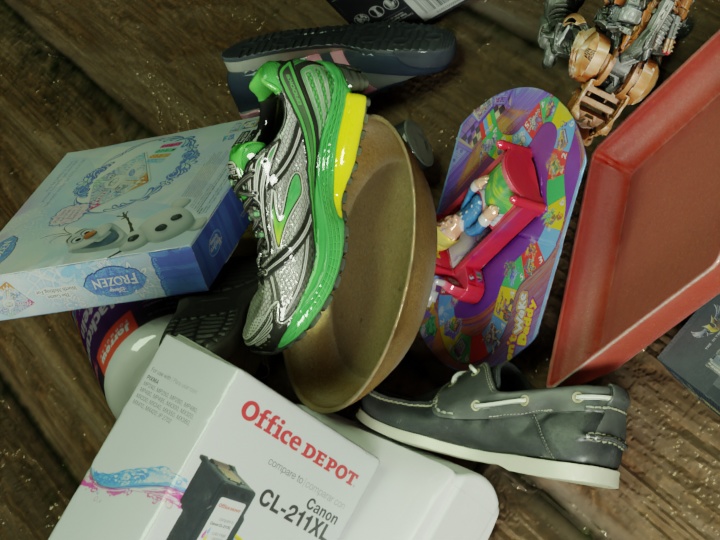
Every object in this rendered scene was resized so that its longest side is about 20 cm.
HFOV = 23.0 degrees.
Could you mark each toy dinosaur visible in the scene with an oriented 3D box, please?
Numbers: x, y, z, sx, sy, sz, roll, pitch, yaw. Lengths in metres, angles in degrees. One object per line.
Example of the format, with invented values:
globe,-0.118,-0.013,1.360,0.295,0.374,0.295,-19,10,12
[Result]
toy dinosaur,0.167,-0.153,1.198,0.200,0.102,0.136,-42,16,11

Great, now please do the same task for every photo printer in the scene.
photo printer,-0.022,0.180,1.167,0.199,0.069,0.167,18,73,49

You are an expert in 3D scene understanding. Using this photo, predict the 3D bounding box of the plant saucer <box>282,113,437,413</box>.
plant saucer,0.003,-0.002,1.181,0.200,0.035,0.202,-36,49,56

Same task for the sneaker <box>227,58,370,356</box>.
sneaker,-0.056,-0.043,1.178,0.078,0.085,0.202,2,84,65

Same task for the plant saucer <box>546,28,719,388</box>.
plant saucer,0.193,-0.038,1.105,0.200,0.037,0.201,-46,24,54

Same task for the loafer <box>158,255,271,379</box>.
loafer,-0.095,0.045,1.257,0.073,0.071,0.200,-5,21,16

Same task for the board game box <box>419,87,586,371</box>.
board game box,0.078,-0.032,1.207,0.158,0.039,0.201,20,95,59

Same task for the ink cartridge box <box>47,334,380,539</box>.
ink cartridge box,-0.099,0.162,1.083,0.083,0.146,0.201,20,78,48

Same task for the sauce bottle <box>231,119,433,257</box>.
sauce bottle,-0.034,-0.054,1.374,0.199,0.066,0.066,-26,45,23

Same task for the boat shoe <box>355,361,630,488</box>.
boat shoe,0.083,0.091,1.127,0.199,0.072,0.068,7,87,41

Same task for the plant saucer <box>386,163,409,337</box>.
plant saucer,0.000,0.000,1.264,0.200,0.034,0.202,-36,50,57

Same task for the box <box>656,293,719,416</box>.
box,0.289,0.021,1.017,0.200,0.051,0.158,-50,39,1

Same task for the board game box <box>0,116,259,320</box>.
board game box,-0.173,-0.041,1.341,0.198,0.044,0.200,-7,30,23

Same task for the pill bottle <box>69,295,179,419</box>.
pill bottle,-0.151,0.059,1.351,0.111,0.111,0.200,-43,39,7

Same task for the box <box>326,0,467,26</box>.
box,0.029,-0.306,1.480,0.122,0.106,0.201,-24,46,28

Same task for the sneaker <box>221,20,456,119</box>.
sneaker,-0.012,-0.154,1.441,0.199,0.083,0.070,-1,26,22
